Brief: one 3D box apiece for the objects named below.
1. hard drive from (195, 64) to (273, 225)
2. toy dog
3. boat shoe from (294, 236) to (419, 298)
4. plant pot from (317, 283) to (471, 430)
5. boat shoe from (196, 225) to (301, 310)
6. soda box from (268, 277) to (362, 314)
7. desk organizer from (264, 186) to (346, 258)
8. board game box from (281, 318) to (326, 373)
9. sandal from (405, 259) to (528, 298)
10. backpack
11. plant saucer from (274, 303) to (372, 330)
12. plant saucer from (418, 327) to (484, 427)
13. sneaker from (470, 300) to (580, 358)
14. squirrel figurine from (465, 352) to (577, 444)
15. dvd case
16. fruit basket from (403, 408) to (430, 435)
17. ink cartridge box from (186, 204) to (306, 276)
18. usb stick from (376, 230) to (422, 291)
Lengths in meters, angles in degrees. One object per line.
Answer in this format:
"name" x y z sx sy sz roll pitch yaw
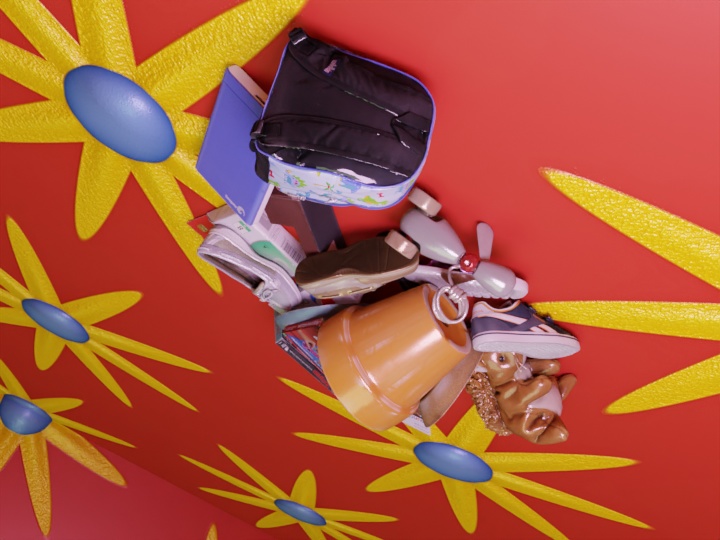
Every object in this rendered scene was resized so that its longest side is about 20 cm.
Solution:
"hard drive" -0.168 -0.173 1.074 0.132 0.025 0.200 46 139 11
"toy dog" 0.128 -0.031 1.087 0.132 0.096 0.200 -36 86 13
"boat shoe" 0.000 0.000 1.164 0.199 0.074 0.066 -8 144 18
"plant pot" 0.065 0.120 1.177 0.183 0.201 0.200 -34 120 23
"boat shoe" -0.189 0.008 1.288 0.202 0.065 0.074 43 144 -19
"soda box" -0.076 0.035 1.344 0.068 0.064 0.200 41 144 -24
"desk organizer" -0.088 -0.072 1.194 0.077 0.072 0.200 11 145 24
"board game box" -0.037 0.160 1.294 0.103 0.019 0.200 -16 125 45
"sandal" 0.160 0.006 1.170 0.201 0.050 0.083 10 161 11
"backpack" -0.015 -0.167 0.920 0.199 0.184 0.147 17 162 1
"plant saucer" -0.053 0.091 1.342 0.199 0.028 0.200 -5 167 -1
"plant saucer" 0.150 0.170 1.267 0.035 0.201 0.200 33 147 0
"sneaker" 0.266 0.092 1.204 0.199 0.080 0.078 10 151 -27
"squirrel figurine" 0.249 0.198 1.305 0.187 0.142 0.200 45 140 -18
"dvd case" -0.096 0.150 1.458 0.022 0.146 0.200 -37 121 15
"fruit basket" 0.040 0.216 1.397 0.185 0.094 0.201 20 135 31
"ink cartridge box" -0.208 -0.043 1.334 0.199 0.050 0.161 -16 130 42
"usb stick" 0.085 0.009 1.233 0.055 0.033 0.200 -8 135 28
